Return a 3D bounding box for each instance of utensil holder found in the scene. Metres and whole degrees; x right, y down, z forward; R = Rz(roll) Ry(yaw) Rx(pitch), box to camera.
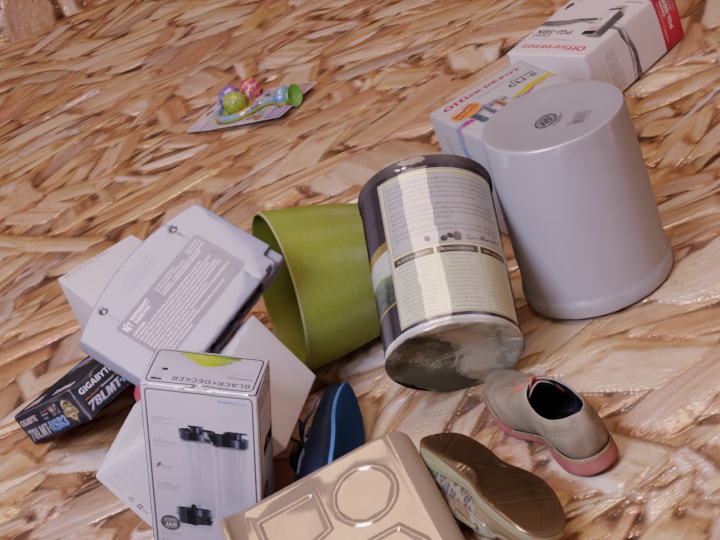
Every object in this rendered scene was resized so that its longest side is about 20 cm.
[{"bbox_3d":[0.228,-0.078,1.785,0.169,0.201,0.170,-17,27,9],"label":"utensil holder"}]

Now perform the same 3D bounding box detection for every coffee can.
[{"bbox_3d":[0.082,0.003,1.734,0.145,0.146,0.201,-17,58,13],"label":"coffee can"}]

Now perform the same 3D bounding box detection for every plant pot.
[{"bbox_3d":[0.000,0.000,1.890,0.198,0.189,0.187,-16,25,-14],"label":"plant pot"}]

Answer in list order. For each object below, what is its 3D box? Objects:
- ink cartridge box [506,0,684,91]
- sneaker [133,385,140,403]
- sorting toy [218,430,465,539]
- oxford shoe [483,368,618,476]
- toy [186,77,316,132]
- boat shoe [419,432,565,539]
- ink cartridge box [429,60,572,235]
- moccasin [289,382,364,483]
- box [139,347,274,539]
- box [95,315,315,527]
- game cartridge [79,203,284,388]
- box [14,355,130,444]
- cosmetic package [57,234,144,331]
[{"bbox_3d":[0.317,-0.304,2.256,0.146,0.083,0.200,9,41,46],"label":"ink cartridge box"},{"bbox_3d":[-0.161,0.134,1.848,0.199,0.087,0.074,-16,29,15],"label":"sneaker"},{"bbox_3d":[-0.011,0.256,1.519,0.199,0.037,0.186,-25,47,-5],"label":"sorting toy"},{"bbox_3d":[0.175,0.124,1.608,0.070,0.075,0.200,-33,28,-17],"label":"oxford shoe"},{"bbox_3d":[-0.178,-0.272,2.634,0.199,0.047,0.115,-1,33,37],"label":"toy"},{"bbox_3d":[0.119,0.212,1.527,0.073,0.063,0.200,-5,21,-26],"label":"boat shoe"},{"bbox_3d":[0.201,-0.138,1.982,0.145,0.145,0.200,-31,27,-13],"label":"ink cartridge box"},{"bbox_3d":[-0.044,0.184,1.674,0.068,0.081,0.200,-18,26,20],"label":"moccasin"},{"bbox_3d":[-0.143,0.176,1.604,0.116,0.201,0.060,5,33,10],"label":"box"},{"bbox_3d":[-0.158,0.159,1.712,0.200,0.097,0.125,-37,17,32],"label":"box"},{"bbox_3d":[-0.186,0.029,1.698,0.133,0.041,0.200,32,64,13],"label":"game cartridge"},{"bbox_3d":[-0.292,0.113,1.957,0.198,0.050,0.200,-41,7,-31],"label":"box"},{"bbox_3d":[-0.238,0.041,1.818,0.107,0.085,0.200,-33,28,-19],"label":"cosmetic package"}]
